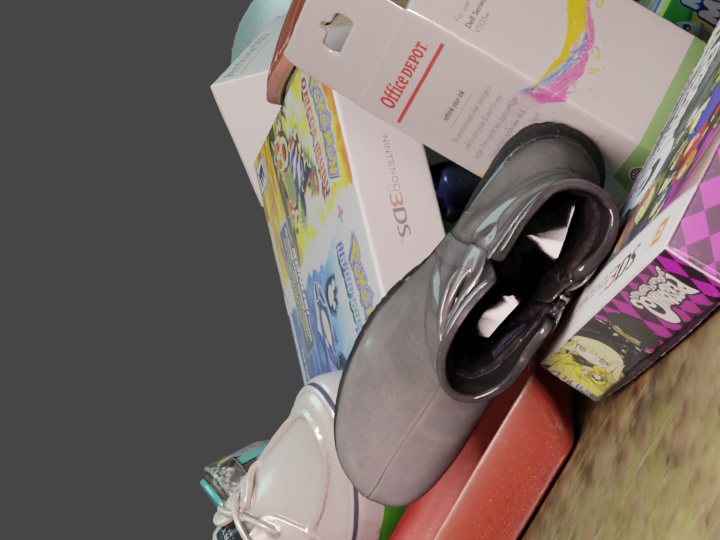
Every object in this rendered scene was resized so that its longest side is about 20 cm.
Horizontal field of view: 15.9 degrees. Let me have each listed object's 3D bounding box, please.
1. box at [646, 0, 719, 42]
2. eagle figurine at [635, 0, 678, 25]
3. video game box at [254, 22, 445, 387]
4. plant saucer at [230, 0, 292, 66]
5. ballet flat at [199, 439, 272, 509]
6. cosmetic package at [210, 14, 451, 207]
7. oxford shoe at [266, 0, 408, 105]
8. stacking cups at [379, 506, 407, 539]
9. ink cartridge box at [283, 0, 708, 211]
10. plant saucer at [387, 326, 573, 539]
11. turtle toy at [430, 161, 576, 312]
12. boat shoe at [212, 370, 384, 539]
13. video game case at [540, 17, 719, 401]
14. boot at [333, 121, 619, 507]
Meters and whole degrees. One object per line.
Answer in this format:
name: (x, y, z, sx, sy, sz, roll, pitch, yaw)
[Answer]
box: (0.180, -0.136, 1.399, 0.201, 0.048, 0.117, -59, 1, -13)
eagle figurine: (0.140, -0.179, 1.282, 0.200, 0.152, 0.151, -59, 17, -24)
video game box: (0.000, 0.000, 1.318, 0.182, 0.047, 0.201, 126, 133, -65)
plant saucer: (0.014, -0.100, 1.561, 0.201, 0.200, 0.039, -59, 6, 33)
ballet flat: (-0.029, 0.165, 1.493, 0.072, 0.072, 0.201, -61, -33, -31)
cosmetic package: (0.031, -0.111, 1.450, 0.199, 0.085, 0.108, -12, 23, 27)
oxford shoe: (0.005, -0.131, 1.326, 0.200, 0.074, 0.071, 133, 157, -61)
stacking cups: (0.022, 0.124, 1.471, 0.200, 0.060, 0.061, -61, 1, -40)
ink cartridge box: (0.072, -0.093, 1.192, 0.068, 0.199, 0.117, -60, 2, -22)
plant saucer: (0.046, 0.119, 1.206, 0.200, 0.037, 0.200, -60, 2, 11)
turtle toy: (0.066, -0.008, 1.442, 0.101, 0.146, 0.200, -37, 10, 18)
boat shoe: (-0.039, 0.132, 1.311, 0.070, 0.071, 0.200, -15, -36, -25)
video game case: (0.150, -0.057, 1.036, 0.201, 0.036, 0.181, -61, 2, -19)
boot: (0.042, 0.031, 1.108, 0.132, 0.070, 0.201, -78, 13, -73)
